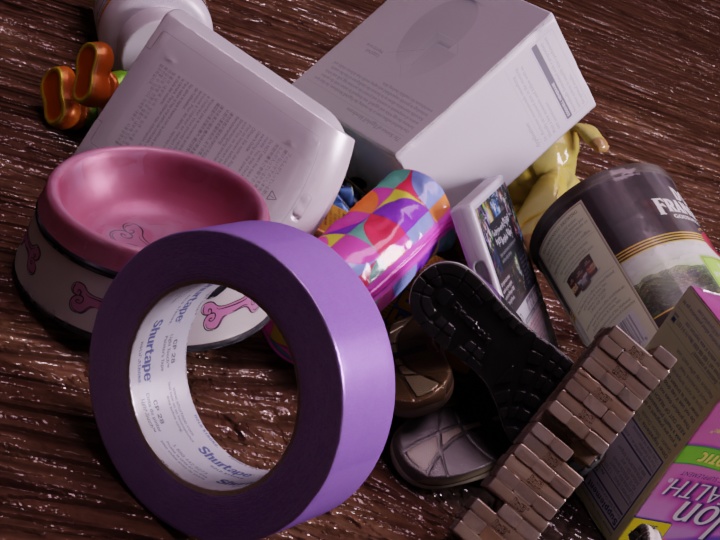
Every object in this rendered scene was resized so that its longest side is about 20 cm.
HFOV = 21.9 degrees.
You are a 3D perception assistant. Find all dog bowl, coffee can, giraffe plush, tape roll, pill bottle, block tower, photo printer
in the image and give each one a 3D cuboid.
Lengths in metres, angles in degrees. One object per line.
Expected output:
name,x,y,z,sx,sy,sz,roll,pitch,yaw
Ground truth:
dog bowl,-0.154,-0.023,1.380,0.199,0.074,0.200,10,29,-6
coffee can,0.256,0.027,1.634,0.146,0.146,0.200,8,43,-41
giraffe plush,0.166,-0.075,1.858,0.172,0.200,0.162,31,-11,25
tape roll,-0.078,0.070,1.194,0.200,0.201,0.066,40,25,20
pill bottle,-0.201,-0.248,1.785,0.109,0.109,0.200,19,26,-25
block tower,0.146,0.128,1.363,0.058,0.200,0.054,40,-6,1
photo printer,-0.115,-0.093,1.520,0.200,0.167,0.069,34,4,8

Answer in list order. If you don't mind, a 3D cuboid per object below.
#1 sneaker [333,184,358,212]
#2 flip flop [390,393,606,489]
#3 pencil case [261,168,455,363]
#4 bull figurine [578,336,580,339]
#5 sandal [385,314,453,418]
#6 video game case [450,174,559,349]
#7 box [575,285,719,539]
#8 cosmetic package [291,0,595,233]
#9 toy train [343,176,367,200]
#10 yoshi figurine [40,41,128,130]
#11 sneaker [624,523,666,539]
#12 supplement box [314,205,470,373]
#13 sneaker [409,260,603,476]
sneaker,-0.055,-0.063,1.640,0.199,0.079,0.066,26,26,-8
flip flop,0.105,0.142,1.462,0.199,0.058,0.081,-8,53,-33
pencil case,0.000,0.000,1.489,0.088,0.089,0.200,35,51,10
bull figurine,0.290,0.103,1.734,0.121,0.065,0.200,14,29,-31
sandal,0.043,0.081,1.483,0.080,0.054,0.200,-16,19,4
video game case,0.128,0.018,1.598,0.200,0.023,0.183,-39,112,-74
box,0.298,0.133,1.518,0.175,0.200,0.097,14,30,-34
cosmetic package,0.074,-0.163,1.752,0.199,0.200,0.123,36,-16,50
toy train,0.038,-0.024,1.729,0.200,0.034,0.046,42,37,22
yoshi figurine,-0.177,-0.158,1.648,0.199,0.112,0.112,14,22,-40
sneaker,0.230,0.257,1.357,0.085,0.077,0.200,33,24,-8
supplement box,0.022,0.011,1.598,0.199,0.067,0.069,25,24,-13
sneaker,0.121,0.069,1.443,0.200,0.076,0.088,52,9,0
